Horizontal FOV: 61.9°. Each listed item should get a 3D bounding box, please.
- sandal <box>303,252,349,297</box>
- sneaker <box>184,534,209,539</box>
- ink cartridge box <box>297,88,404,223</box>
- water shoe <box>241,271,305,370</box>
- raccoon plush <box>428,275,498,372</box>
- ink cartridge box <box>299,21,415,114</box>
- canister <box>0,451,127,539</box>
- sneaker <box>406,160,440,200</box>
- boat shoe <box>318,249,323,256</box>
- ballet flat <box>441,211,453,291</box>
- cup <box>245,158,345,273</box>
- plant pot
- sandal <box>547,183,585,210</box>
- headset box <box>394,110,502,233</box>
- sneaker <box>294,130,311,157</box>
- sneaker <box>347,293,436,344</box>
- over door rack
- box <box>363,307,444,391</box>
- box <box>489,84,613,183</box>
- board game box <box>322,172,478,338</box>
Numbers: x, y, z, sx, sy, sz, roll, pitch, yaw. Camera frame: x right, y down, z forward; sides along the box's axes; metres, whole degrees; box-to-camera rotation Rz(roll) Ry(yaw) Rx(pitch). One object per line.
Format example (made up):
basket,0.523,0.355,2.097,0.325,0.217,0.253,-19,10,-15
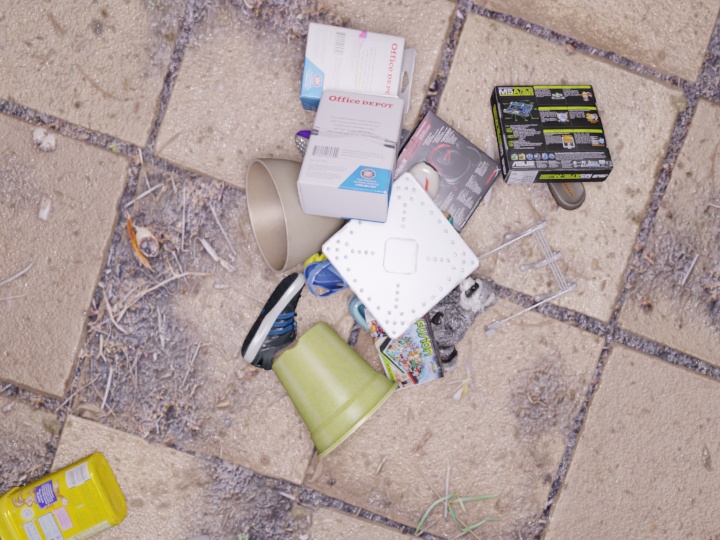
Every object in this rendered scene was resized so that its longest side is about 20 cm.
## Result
sandal,-0.018,0.007,1.073,0.195,0.088,0.081,-13,113,18
sneaker,-0.379,0.601,1.165,0.195,0.073,0.117,-12,97,-2
ink cartridge box,-0.011,-0.191,0.991,0.142,0.087,0.204,8,58,7
water shoe,-0.151,0.097,1.155,0.078,0.072,0.202,32,98,-23
raccoon plush,0.202,0.093,1.135,0.131,0.098,0.202,-13,136,8
ink cartridge box,-0.004,-0.353,1.097,0.194,0.125,0.132,9,93,-3
canister,-0.564,0.453,1.139,0.196,0.087,0.152,-24,95,-3
sneaker,0.076,-0.100,1.079,0.070,0.094,0.201,33,131,-3
boat shoe,0.000,0.000,1.145,0.195,0.075,0.075,16,99,3
ballet flat,0.145,-0.034,1.128,0.062,0.203,0.069,14,48,23
cup,-0.109,-0.113,1.091,0.140,0.199,0.206,-16,94,-26
plant pot,-0.060,0.204,1.108,0.200,0.200,0.185,-41,84,0
sandal,0.370,-0.206,1.159,0.081,0.055,0.203,-32,90,-1
headset box,0.146,-0.190,1.140,0.198,0.075,0.150,35,92,-4
sneaker,-0.026,-0.231,1.129,0.197,0.070,0.101,24,64,18
sneaker,0.061,0.113,1.151,0.196,0.082,0.075,26,93,-4
over door rack,0.298,0.012,1.167,0.197,0.067,0.150,-28,95,5
box,0.084,0.137,1.116,0.107,0.035,0.203,-17,128,5
box,0.352,-0.257,1.121,0.194,0.048,0.198,-2,63,-3
board game box,0.068,-0.025,1.023,0.199,0.026,0.201,-40,91,-1
